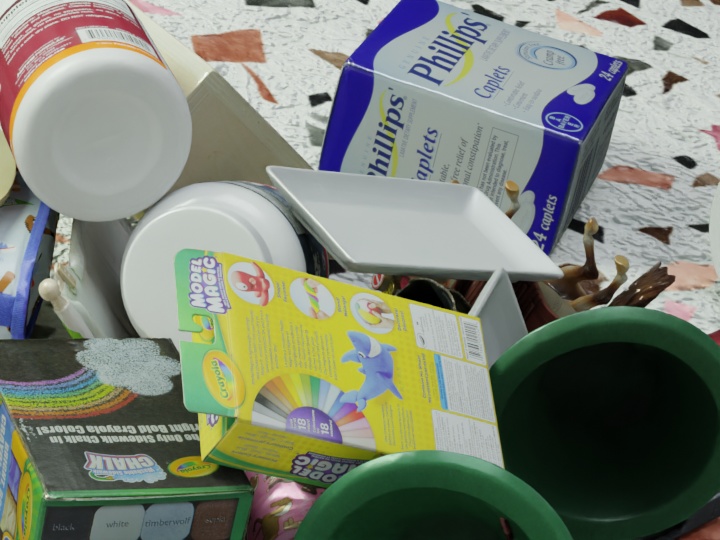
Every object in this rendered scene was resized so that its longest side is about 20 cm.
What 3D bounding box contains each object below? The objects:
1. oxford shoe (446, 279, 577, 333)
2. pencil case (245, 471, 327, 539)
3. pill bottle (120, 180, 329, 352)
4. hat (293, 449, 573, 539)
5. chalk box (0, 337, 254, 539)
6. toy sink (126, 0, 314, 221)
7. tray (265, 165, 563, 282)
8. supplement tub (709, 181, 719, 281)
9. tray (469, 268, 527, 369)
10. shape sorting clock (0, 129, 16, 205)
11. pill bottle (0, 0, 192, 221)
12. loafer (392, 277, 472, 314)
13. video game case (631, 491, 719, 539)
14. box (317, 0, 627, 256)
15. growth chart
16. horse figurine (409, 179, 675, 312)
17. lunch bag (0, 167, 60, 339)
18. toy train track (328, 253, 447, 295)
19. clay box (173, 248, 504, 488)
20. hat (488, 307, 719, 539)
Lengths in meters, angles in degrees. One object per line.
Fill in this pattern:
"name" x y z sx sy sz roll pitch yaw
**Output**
"oxford shoe" 0.125 0.052 1.664 0.075 0.071 0.200 28 13 -39
"pencil case" -0.034 0.133 1.462 0.086 0.083 0.200 14 27 -14
"pill bottle" -0.089 0.004 1.564 0.119 0.120 0.200 16 4 5
"hat" 0.060 0.166 1.398 0.165 0.201 0.176 -14 14 14
"chalk box" -0.141 0.142 1.359 0.124 0.125 0.200 1 32 -24
"toy sink" -0.128 -0.082 1.747 0.130 0.112 0.200 40 -3 38
"tray" 0.034 -0.024 1.596 0.199 0.022 0.107 4 32 -44
"supplement tub" 0.381 -0.032 1.874 0.199 0.146 0.145 -4 33 -29
"tray" 0.058 0.100 1.489 0.022 0.108 0.200 0 38 29
"shape sorting clock" -0.312 -0.079 1.527 0.199 0.039 0.200 12 31 -7
"pill bottle" -0.181 -0.120 1.576 0.112 0.114 0.200 3 24 -19
"loafer" 0.042 0.045 1.566 0.075 0.070 0.200 53 22 5
"video game case" 0.110 0.125 1.599 0.200 0.026 0.180 34 34 33
"box" 0.092 -0.120 1.951 0.199 0.106 0.184 18 28 10
"growth chart" -0.161 0.012 1.591 0.018 0.145 0.200 -20 30 11
"horse figurine" 0.118 0.000 1.752 0.199 0.133 0.050 23 50 1
"lunch bag" -0.283 -0.013 1.577 0.169 0.125 0.200 9 19 -5
"toy train track" 0.000 0.000 1.706 0.114 0.033 0.200 19 -7 -31
"clay box" -0.020 0.062 1.368 0.199 0.048 0.115 14 48 -26
"hat" 0.148 0.055 1.529 0.200 0.165 0.176 48 18 -30
